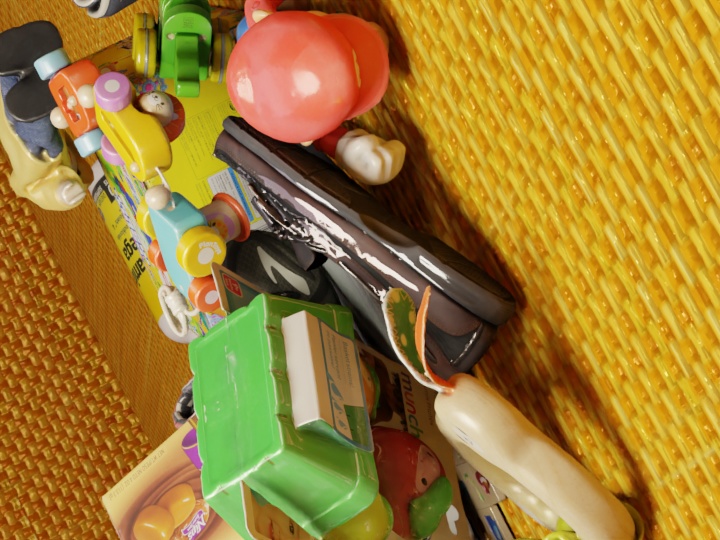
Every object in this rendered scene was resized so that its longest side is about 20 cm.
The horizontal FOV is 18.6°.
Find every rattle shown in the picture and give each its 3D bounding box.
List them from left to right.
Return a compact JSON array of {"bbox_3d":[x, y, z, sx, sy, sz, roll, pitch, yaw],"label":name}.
[{"bbox_3d":[0.046,0.119,1.160,0.200,0.143,0.130,43,-172,-39],"label":"rattle"}]

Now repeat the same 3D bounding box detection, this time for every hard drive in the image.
[{"bbox_3d":[0.000,0.000,1.380,0.201,0.033,0.140,59,172,-34],"label":"hard drive"}]

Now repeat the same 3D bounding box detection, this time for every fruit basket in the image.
[{"bbox_3d":[0.000,0.099,1.219,0.199,0.094,0.186,26,-140,-35],"label":"fruit basket"}]

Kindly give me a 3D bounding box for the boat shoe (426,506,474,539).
[{"bbox_3d":[0.023,0.170,1.581,0.073,0.070,0.200,67,167,-14],"label":"boat shoe"}]

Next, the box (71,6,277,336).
[{"bbox_3d":[-0.107,-0.070,1.553,0.201,0.121,0.192,67,167,-16],"label":"box"}]

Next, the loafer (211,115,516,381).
[{"bbox_3d":[-0.009,-0.012,1.225,0.199,0.063,0.072,34,-168,14],"label":"loafer"}]

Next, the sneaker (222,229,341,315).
[{"bbox_3d":[-0.040,0.047,1.346,0.084,0.076,0.201,76,174,-54],"label":"sneaker"}]

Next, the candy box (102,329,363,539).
[{"bbox_3d":[-0.063,0.134,1.418,0.056,0.200,0.117,34,-161,-48],"label":"candy box"}]

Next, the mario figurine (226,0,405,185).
[{"bbox_3d":[-0.017,-0.121,1.256,0.123,0.107,0.200,29,-175,-11],"label":"mario figurine"}]

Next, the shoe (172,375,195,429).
[{"bbox_3d":[-0.073,0.101,1.678,0.200,0.090,0.072,-30,43,61],"label":"shoe"}]

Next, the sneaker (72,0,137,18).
[{"bbox_3d":[-0.116,-0.202,1.283,0.077,0.145,0.202,63,169,-4],"label":"sneaker"}]

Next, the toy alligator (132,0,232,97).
[{"bbox_3d":[-0.112,-0.158,1.377,0.200,0.059,0.055,-109,24,-69],"label":"toy alligator"}]

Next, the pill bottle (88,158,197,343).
[{"bbox_3d":[-0.133,-0.015,1.787,0.201,0.112,0.113,61,167,13],"label":"pill bottle"}]

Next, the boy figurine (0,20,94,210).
[{"bbox_3d":[-0.226,-0.094,1.572,0.125,0.064,0.200,61,168,20],"label":"boy figurine"}]

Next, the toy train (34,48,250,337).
[{"bbox_3d":[-0.130,-0.063,1.378,0.201,0.055,0.150,61,162,1],"label":"toy train"}]

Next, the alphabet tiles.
[{"bbox_3d":[0.056,0.123,1.536,0.168,0.007,0.200,64,167,4],"label":"alphabet tiles"}]
